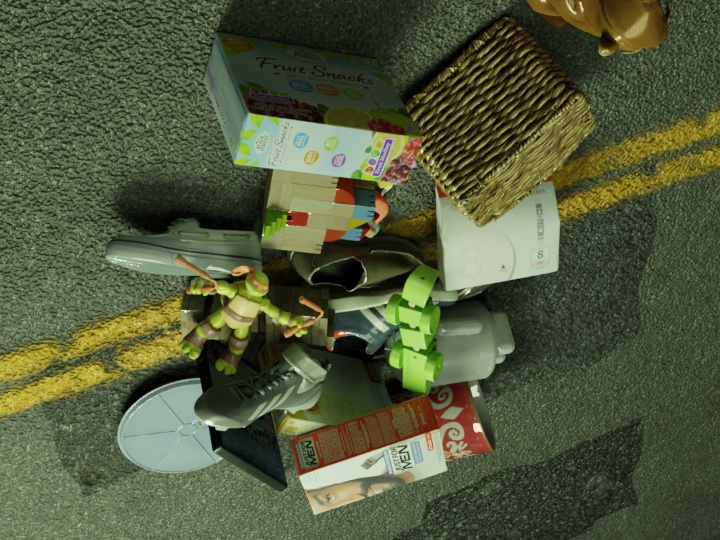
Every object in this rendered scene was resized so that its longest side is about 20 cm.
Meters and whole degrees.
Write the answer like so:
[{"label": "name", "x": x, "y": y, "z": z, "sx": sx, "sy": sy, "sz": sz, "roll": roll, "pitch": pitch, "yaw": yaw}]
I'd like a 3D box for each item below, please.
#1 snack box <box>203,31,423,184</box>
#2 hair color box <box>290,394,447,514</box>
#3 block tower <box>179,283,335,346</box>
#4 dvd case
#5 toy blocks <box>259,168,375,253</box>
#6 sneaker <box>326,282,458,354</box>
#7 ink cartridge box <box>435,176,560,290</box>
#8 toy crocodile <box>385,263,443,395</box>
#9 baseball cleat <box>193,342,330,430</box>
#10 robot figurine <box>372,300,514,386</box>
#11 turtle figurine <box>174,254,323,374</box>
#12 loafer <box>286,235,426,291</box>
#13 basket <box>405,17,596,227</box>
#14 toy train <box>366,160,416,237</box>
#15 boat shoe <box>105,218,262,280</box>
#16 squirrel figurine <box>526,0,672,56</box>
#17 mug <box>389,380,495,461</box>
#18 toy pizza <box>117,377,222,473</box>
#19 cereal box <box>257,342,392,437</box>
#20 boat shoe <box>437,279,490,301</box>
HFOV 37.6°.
[{"label": "snack box", "x": -0.054, "y": -0.175, "z": 1.136, "sx": 0.197, "sy": 0.170, "sz": 0.068, "roll": 6, "pitch": 127, "yaw": -26}, {"label": "hair color box", "x": 0.014, "y": 0.253, "z": 1.444, "sx": 0.197, "sy": 0.064, "sz": 0.112, "roll": -17, "pitch": 139, "yaw": -2}, {"label": "block tower", "x": -0.131, "y": 0.056, "z": 1.370, "sx": 0.197, "sy": 0.054, "sz": 0.058, "roll": 4, "pitch": 134, "yaw": -1}, {"label": "dvd case", "x": -0.162, "y": 0.186, "z": 1.413, "sx": 0.017, "sy": 0.201, "sz": 0.143, "roll": -34, "pitch": 134, "yaw": 15}, {"label": "toy blocks", "x": -0.043, "y": -0.085, "z": 1.241, "sx": 0.134, "sy": 0.101, "sz": 0.201, "roll": 5, "pitch": 144, "yaw": -8}, {"label": "sneaker", "x": 0.038, "y": 0.067, "z": 1.446, "sx": 0.197, "sy": 0.075, "sz": 0.086, "roll": -7, "pitch": 98, "yaw": 3}, {"label": "ink cartridge box", "x": 0.176, "y": -0.082, "z": 1.362, "sx": 0.160, "sy": 0.057, "sz": 0.202, "roll": -10, "pitch": 122, "yaw": -10}, {"label": "toy crocodile", "x": 0.077, "y": 0.083, "z": 1.396, "sx": 0.067, "sy": 0.062, "sz": 0.202, "roll": 15, "pitch": 130, "yaw": 25}, {"label": "baseball cleat", "x": -0.121, "y": 0.139, "z": 1.336, "sx": 0.199, "sy": 0.070, "sz": 0.107, "roll": -8, "pitch": 131, "yaw": -49}, {"label": "robot figurine", "x": 0.119, "y": 0.106, "z": 1.516, "sx": 0.197, "sy": 0.114, "sz": 0.170, "roll": -7, "pitch": 153, "yaw": -16}, {"label": "turtle figurine", "x": -0.158, "y": 0.047, "z": 1.292, "sx": 0.198, "sy": 0.065, "sz": 0.162, "roll": 20, "pitch": 128, "yaw": -26}, {"label": "loafer", "x": 0.000, "y": 0.000, "z": 1.397, "sx": 0.197, "sy": 0.070, "sz": 0.076, "roll": 2, "pitch": 131, "yaw": -24}, {"label": "basket", "x": 0.165, "y": -0.174, "z": 1.275, "sx": 0.200, "sy": 0.149, "sz": 0.142, "roll": -43, "pitch": 157, "yaw": 10}, {"label": "toy train", "x": -0.009, "y": -0.109, "z": 1.299, "sx": 0.150, "sy": 0.056, "sz": 0.200, "roll": -38, "pitch": 135, "yaw": 15}, {"label": "boat shoe", "x": -0.213, "y": -0.030, "z": 1.288, "sx": 0.198, "sy": 0.068, "sz": 0.073, "roll": 9, "pitch": 166, "yaw": -32}, {"label": "squirrel figurine", "x": 0.238, "y": -0.309, "z": 1.114, "sx": 0.199, "sy": 0.188, "sz": 0.141, "roll": 28, "pitch": 118, "yaw": -39}, {"label": "mug", "x": 0.099, "y": 0.250, "z": 1.628, "sx": 0.197, "sy": 0.135, "sz": 0.178, "roll": -19, "pitch": 144, "yaw": 11}, {"label": "toy pizza", "x": -0.253, "y": 0.220, "z": 1.532, "sx": 0.197, "sy": 0.032, "sz": 0.202, "roll": -12, "pitch": 134, "yaw": -13}, {"label": "cereal box", "x": -0.042, "y": 0.178, "z": 1.498, "sx": 0.198, "sy": 0.145, "sz": 0.040, "roll": 17, "pitch": 126, "yaw": -33}, {"label": "boat shoe", "x": 0.193, "y": -0.017, "z": 1.464, "sx": 0.200, "sy": 0.067, "sz": 0.057, "roll": -43, "pitch": 128, "yaw": 15}]
